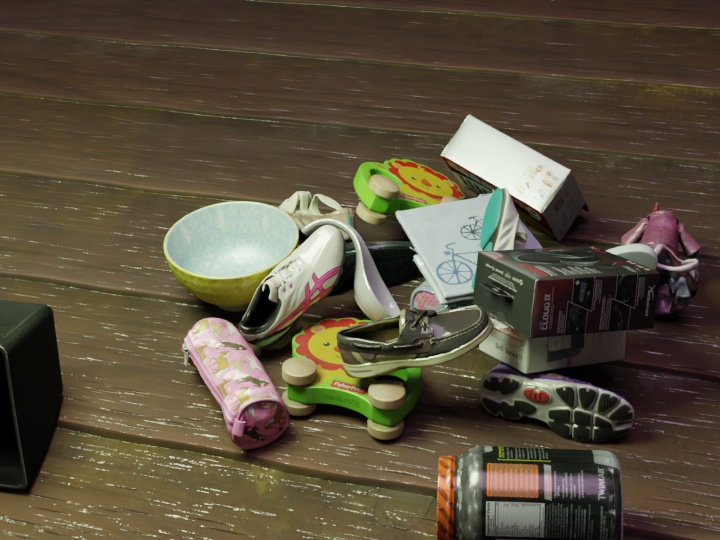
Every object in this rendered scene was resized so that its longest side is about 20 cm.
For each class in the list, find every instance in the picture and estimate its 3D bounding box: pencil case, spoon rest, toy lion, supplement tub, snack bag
[{"bbox_3d":[-0.166,0.145,1.411,0.086,0.083,0.200,-31,43,-11],"label":"pencil case"},{"bbox_3d":[0.000,0.000,1.544,0.200,0.061,0.099,50,12,10],"label":"spoon rest"},{"bbox_3d":[0.080,-0.128,1.729,0.199,0.069,0.192,14,28,-22],"label":"toy lion"},{"bbox_3d":[0.185,0.258,1.193,0.198,0.123,0.123,1,36,6],"label":"supplement tub"},{"bbox_3d":[0.160,-0.036,1.540,0.187,0.022,0.201,-12,45,-18],"label":"snack bag"},{"bbox_3d":[0.161,0.016,1.559,0.090,0.084,0.200,13,38,43],"label":"pencil case"},{"bbox_3d":[-0.007,0.129,1.447,0.199,0.069,0.192,13,31,21],"label":"toy lion"}]

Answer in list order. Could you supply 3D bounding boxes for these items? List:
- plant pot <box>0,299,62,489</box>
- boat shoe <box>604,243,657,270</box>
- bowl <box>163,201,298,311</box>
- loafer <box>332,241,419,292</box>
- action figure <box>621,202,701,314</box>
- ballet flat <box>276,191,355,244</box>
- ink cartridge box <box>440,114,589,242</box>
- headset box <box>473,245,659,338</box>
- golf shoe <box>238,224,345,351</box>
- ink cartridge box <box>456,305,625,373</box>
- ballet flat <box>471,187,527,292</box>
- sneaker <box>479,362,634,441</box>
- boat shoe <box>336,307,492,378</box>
[{"bbox_3d":[-0.484,0.136,1.372,0.198,0.202,0.178,5,24,12],"label":"plant pot"},{"bbox_3d":[0.324,0.002,1.503,0.199,0.069,0.057,-28,31,39],"label":"boat shoe"},{"bbox_3d":[-0.185,-0.005,1.596,0.198,0.108,0.201,-2,36,2],"label":"bowl"},{"bbox_3d":[-0.002,-0.018,1.633,0.198,0.073,0.072,-7,31,-7],"label":"loafer"},{"bbox_3d":[0.425,-0.031,1.559,0.133,0.149,0.201,3,51,15],"label":"action figure"},{"bbox_3d":[-0.078,-0.090,1.708,0.199,0.068,0.068,14,17,41],"label":"ballet flat"},{"bbox_3d":[0.250,-0.137,1.713,0.199,0.176,0.084,34,87,29],"label":"ink cartridge box"},{"bbox_3d":[0.246,0.024,1.350,0.198,0.078,0.149,-2,15,-22],"label":"headset box"},{"bbox_3d":[-0.092,0.021,1.487,0.072,0.092,0.201,34,89,25],"label":"golf shoe"},{"bbox_3d":[0.235,0.083,1.416,0.198,0.068,0.117,-4,14,-25],"label":"ink cartridge box"},{"bbox_3d":[0.197,-0.030,1.483,0.069,0.070,0.201,5,45,11],"label":"ballet flat"},{"bbox_3d":[0.253,0.153,1.374,0.199,0.081,0.083,15,32,23],"label":"sneaker"},{"bbox_3d":[0.064,0.080,1.340,0.199,0.065,0.073,-18,28,12],"label":"boat shoe"}]
